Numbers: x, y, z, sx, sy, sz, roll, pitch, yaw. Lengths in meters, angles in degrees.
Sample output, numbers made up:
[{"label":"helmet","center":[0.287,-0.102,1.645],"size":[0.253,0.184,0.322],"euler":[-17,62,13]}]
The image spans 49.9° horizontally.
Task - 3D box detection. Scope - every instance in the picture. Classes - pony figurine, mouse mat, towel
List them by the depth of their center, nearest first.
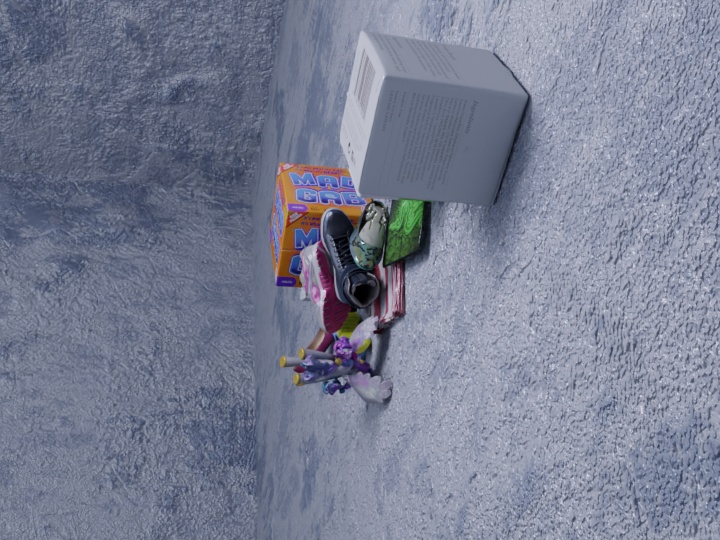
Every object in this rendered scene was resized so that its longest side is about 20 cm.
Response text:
[{"label":"mouse mat","center":[0.081,-0.096,1.407],"size":[0.200,0.007,0.164],"euler":[154,126,-71]},{"label":"towel","center":[0.048,0.038,1.524],"size":[0.200,0.022,0.146],"euler":[130,143,-67]},{"label":"pony figurine","center":[-0.037,0.186,1.532],"size":[0.193,0.197,0.169],"euler":[-29,62,59]}]

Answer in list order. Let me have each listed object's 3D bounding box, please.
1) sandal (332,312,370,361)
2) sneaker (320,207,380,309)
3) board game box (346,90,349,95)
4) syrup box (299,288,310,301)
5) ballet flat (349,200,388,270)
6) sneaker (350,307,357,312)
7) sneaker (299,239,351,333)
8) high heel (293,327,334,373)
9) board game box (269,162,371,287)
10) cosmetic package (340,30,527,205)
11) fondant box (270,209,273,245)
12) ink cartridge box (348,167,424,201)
[{"label":"sandal","center":[-0.032,0.152,1.712],"size":[0.200,0.078,0.088],"euler":[-114,27,-64]},{"label":"sneaker","center":[-0.020,-0.022,1.539],"size":[0.146,0.076,0.206],"euler":[-152,47,-73]},{"label":"board game box","center":[0.021,-0.276,1.575],"size":[0.201,0.034,0.127],"euler":[-106,-6,-54]},{"label":"syrup box","center":[-0.114,-0.020,2.076],"size":[0.081,0.077,0.204],"euler":[153,120,-74]},{"label":"ballet flat","center":[0.021,-0.078,1.515],"size":[0.201,0.073,0.075],"euler":[-85,7,-58]},{"label":"sneaker","center":[0.000,0.000,1.659],"size":[0.078,0.069,0.202],"euler":[53,136,34]},{"label":"sneaker","center":[-0.080,0.033,1.648],"size":[0.088,0.081,0.204],"euler":[2,101,50]},{"label":"high heel","center":[-0.116,0.175,1.994],"size":[0.067,0.094,0.204],"euler":[-142,57,-73]},{"label":"board game box","center":[-0.091,-0.099,1.754],"size":[0.201,0.196,0.202],"euler":[-105,23,-51]},{"label":"cosmetic package","center":[0.091,-0.206,1.049],"size":[0.166,0.197,0.167],"euler":[-106,25,-53]},{"label":"fondant box","center":[-0.292,-0.168,2.882],"size":[0.200,0.057,0.147],"euler":[174,99,-75]},{"label":"ink cartridge box","center":[0.075,-0.215,1.218],"size":[0.085,0.143,0.202],"euler":[-108,26,-47]}]
